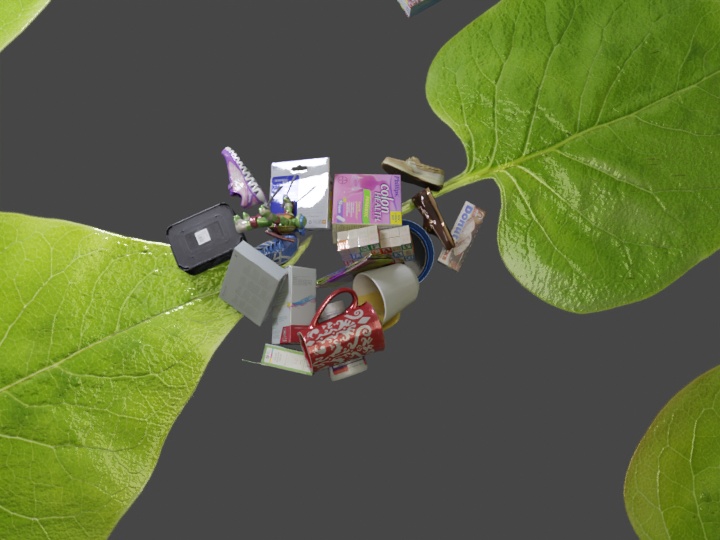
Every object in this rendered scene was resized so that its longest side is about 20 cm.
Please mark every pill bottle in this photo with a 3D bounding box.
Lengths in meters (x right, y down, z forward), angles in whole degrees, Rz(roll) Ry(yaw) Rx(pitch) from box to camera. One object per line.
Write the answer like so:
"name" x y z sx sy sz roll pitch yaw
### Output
"pill bottle" -0.058 0.194 1.527 0.109 0.111 0.205 -16 82 -5

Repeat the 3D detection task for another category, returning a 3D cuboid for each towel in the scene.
"towel" -0.014 0.001 1.477 0.197 0.143 0.023 -26 78 29

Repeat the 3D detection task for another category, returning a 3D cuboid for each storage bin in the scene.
"storage bin" -0.435 -0.088 1.565 0.196 0.094 0.138 -24 83 -7

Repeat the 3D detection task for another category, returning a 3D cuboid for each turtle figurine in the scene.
"turtle figurine" -0.249 -0.174 1.508 0.189 0.202 0.146 -9 42 13

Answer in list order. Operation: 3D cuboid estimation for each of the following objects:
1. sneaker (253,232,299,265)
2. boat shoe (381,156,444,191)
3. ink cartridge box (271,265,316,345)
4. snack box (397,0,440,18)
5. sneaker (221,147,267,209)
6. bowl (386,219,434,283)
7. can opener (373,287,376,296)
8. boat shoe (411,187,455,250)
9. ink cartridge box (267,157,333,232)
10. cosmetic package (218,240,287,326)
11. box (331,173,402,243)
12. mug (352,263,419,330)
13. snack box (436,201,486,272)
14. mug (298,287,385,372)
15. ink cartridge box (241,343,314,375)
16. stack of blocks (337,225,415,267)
"sneaker" -0.260 -0.045 1.573 0.198 0.077 0.077 -33 82 -9
"boat shoe" 0.159 -0.300 1.637 0.196 0.074 0.068 20 77 -9
"ink cartridge box" -0.183 0.100 1.511 0.081 0.145 0.206 5 80 -27
"snack box" 0.174 -0.934 1.735 0.167 0.068 0.203 -31 82 -6
"sneaker" -0.358 -0.265 1.607 0.088 0.080 0.202 -34 85 1
"bowl" 0.117 -0.046 1.608 0.195 0.039 0.206 0 81 -2
"can opener" 0.000 0.000 1.591 0.051 0.067 0.205 -16 75 0
"boat shoe" 0.213 -0.143 1.610 0.069 0.070 0.203 -27 68 10
"ink cartridge box" -0.172 -0.215 1.586 0.193 0.047 0.206 -1 81 22
"cosmetic package" -0.299 0.039 1.507 0.149 0.202 0.052 33 40 2
"box" 0.018 -0.175 1.563 0.194 0.097 0.180 2 58 0
"mug" 0.073 0.062 1.509 0.151 0.187 0.151 -23 74 -31
"snack box" 0.301 -0.100 1.631 0.071 0.024 0.203 27 81 4
"mug" -0.059 0.158 1.417 0.196 0.134 0.180 -19 67 -16
"ink cartridge box" -0.218 0.242 1.516 0.195 0.104 0.061 12 80 0
"stack of blocks" 0.045 -0.066 1.503 0.195 0.116 0.060 -10 58 9
